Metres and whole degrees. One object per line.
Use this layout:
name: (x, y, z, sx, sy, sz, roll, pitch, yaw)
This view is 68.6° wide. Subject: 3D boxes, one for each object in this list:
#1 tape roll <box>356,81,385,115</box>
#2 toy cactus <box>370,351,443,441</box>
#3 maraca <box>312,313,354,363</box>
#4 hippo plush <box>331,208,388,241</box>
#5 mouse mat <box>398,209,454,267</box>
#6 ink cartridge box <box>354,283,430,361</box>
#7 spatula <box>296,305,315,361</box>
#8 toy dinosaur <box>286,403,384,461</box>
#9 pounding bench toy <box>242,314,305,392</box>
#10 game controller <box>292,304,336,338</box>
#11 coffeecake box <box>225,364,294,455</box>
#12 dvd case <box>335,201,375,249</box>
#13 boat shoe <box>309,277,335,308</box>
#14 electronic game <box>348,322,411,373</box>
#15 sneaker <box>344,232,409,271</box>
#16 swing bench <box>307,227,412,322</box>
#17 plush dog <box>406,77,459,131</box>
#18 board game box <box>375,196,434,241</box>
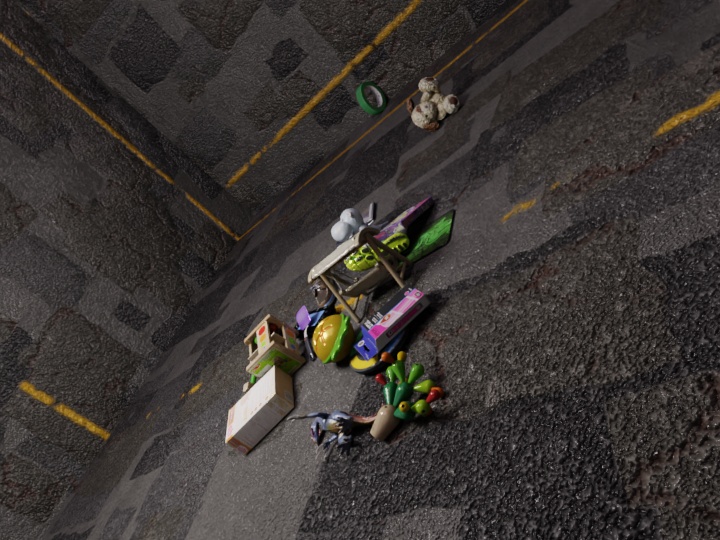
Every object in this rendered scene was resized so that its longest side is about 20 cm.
tape roll: (0.065, -1.041, 3.192, 0.048, 0.200, 0.201, -25, 30, 46)
toy cactus: (0.070, 0.250, 1.022, 0.165, 0.102, 0.200, -58, 29, 0)
maraca: (-0.064, 0.175, 1.359, 0.200, 0.107, 0.138, 152, 136, -74)
hippo plush: (-0.001, -0.125, 1.720, 0.200, 0.161, 0.159, -49, 20, -2)
mouse mat: (0.182, -0.085, 1.503, 0.200, 0.008, 0.161, -31, 26, 36)
ink cartridge box: (0.066, 0.118, 1.233, 0.200, 0.037, 0.095, -44, 24, -5)
spatula: (-0.162, 0.193, 1.589, 0.057, 0.020, 0.200, -49, 36, 26)
toy dinosaur: (-0.051, 0.346, 1.149, 0.199, 0.106, 0.181, -13, 1, -12)
pounding bench toy: (-0.287, 0.261, 1.601, 0.200, 0.124, 0.156, -45, 33, 14)
game controller: (-0.151, 0.162, 1.667, 0.200, 0.042, 0.105, -20, 39, 50)
coffeecake box: (-0.281, 0.388, 1.478, 0.200, 0.073, 0.154, -45, 21, 7)
dvd case: (-0.019, -0.172, 2.050, 0.200, 0.016, 0.149, -38, 22, 24)
boat shoe: (-0.134, 0.066, 1.767, 0.072, 0.072, 0.200, -44, 21, 11)
electronic game: (0.046, 0.163, 1.277, 0.200, 0.042, 0.200, -41, 21, 20)
sneaker: (0.051, -0.046, 1.548, 0.199, 0.074, 0.084, -20, -11, 2)
swing bench: (0.000, 0.000, 1.433, 0.199, 0.200, 0.130, -35, 24, 32)
plush dog: (0.282, -0.656, 2.153, 0.172, 0.200, 0.161, -41, -14, -9)
board game box: (0.135, -0.156, 1.611, 0.120, 0.032, 0.200, -21, 14, 43)
